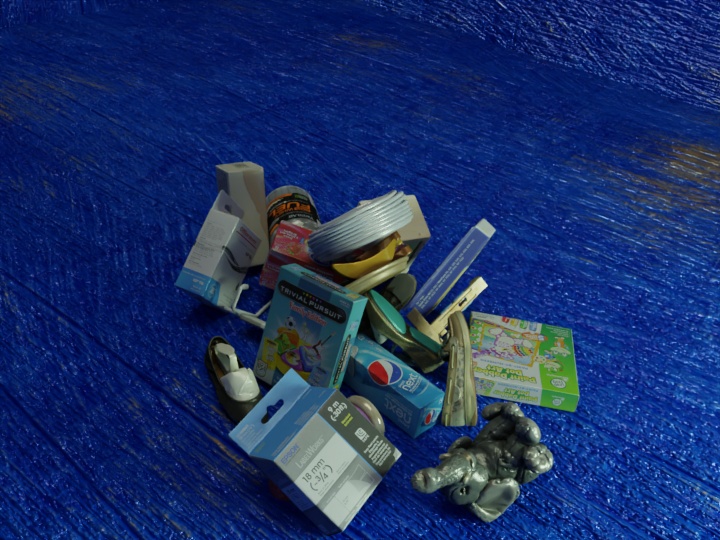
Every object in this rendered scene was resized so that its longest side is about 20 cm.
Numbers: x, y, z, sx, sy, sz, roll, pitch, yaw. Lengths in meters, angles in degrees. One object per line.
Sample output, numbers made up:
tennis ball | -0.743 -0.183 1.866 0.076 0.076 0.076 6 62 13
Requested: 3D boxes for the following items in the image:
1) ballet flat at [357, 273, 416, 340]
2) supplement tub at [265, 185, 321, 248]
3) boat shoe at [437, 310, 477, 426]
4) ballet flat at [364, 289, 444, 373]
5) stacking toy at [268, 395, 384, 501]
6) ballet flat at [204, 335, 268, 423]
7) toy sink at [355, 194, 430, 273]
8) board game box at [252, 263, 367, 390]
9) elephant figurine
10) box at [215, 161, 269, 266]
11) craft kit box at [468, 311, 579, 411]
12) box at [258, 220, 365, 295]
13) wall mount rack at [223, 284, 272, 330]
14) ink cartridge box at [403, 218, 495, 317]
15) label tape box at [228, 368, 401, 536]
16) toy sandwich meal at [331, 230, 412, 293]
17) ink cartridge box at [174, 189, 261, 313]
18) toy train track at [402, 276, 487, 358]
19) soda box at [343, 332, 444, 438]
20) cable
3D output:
ballet flat | 0.026 0.080 1.398 0.067 0.200 0.046 45 7 9
supplement tub | -0.141 -0.085 1.639 0.121 0.123 0.201 -3 34 -14
boat shoe | 0.159 0.162 1.303 0.062 0.073 0.202 -5 61 5
ballet flat | 0.065 0.114 1.348 0.200 0.071 0.071 39 25 -21
stacking toy | -0.057 0.270 1.153 0.085 0.086 0.199 31 44 33
ballet flat | -0.211 0.178 1.270 0.068 0.069 0.200 -14 38 -30
toy sink | 0.041 -0.051 1.610 0.129 0.200 0.113 -8 65 -25
board game box | -0.087 0.111 1.272 0.150 0.202 0.047 24 17 26
elephant figurine | 0.168 0.291 1.125 0.199 0.156 0.141 -34 8 -13
box | -0.241 -0.114 1.581 0.077 0.202 0.095 -11 21 -24
craft kit box | 0.291 0.162 1.413 0.198 0.049 0.198 9 36 4
box | -0.084 -0.002 1.493 0.198 0.100 0.096 21 41 -7
wall mount rack | -0.146 0.081 1.437 0.199 0.075 0.174 22 -2 20
ink cartridge box | 0.174 -0.003 1.451 0.047 0.198 0.200 39 16 4
label tape box | -0.063 0.246 1.084 0.200 0.063 0.144 45 57 0
toy sandwich meal | 0.000 0.000 1.348 0.204 0.205 0.071 -25 85 -39
ink cartridge box | -0.256 -0.035 1.452 0.067 0.116 0.201 19 78 20
toy train track | 0.153 0.086 1.424 0.200 0.115 0.033 -43 16 -8
soda box | 0.044 0.190 1.300 0.064 0.068 0.199 -24 44 -39
cable | -0.002 -0.077 1.390 0.199 0.070 0.200 -23 4 39
